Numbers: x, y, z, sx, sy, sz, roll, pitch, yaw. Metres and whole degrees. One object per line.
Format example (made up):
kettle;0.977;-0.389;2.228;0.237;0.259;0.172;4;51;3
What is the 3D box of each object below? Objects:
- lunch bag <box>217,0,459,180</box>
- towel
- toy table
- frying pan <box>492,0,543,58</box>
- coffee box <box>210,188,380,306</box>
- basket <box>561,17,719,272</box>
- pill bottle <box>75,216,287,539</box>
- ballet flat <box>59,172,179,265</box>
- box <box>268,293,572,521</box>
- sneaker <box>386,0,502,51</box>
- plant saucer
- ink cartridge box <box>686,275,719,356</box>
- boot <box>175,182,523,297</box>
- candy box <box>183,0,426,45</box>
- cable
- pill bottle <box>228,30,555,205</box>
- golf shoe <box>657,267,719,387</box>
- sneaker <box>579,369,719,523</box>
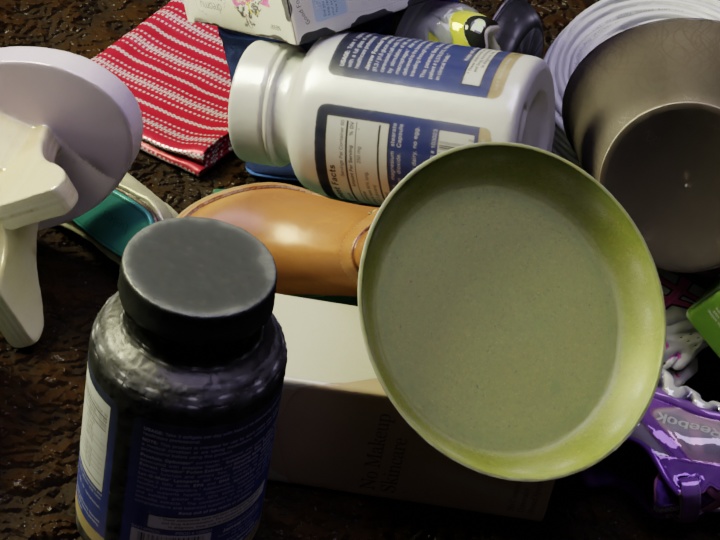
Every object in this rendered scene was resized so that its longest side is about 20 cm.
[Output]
lunch bag;-0.006;-0.148;1.559;0.135;0.133;0.200;9;32;28
towel;-0.126;-0.150;1.617;0.144;0.023;0.200;25;40;18
toy table;-0.243;-0.054;1.360;0.184;0.199;0.117;49;37;-19
frying pan;0.095;-0.147;1.567;0.031;0.116;0.190;19;12;19
coffee box;0.000;0.000;1.443;0.199;0.044;0.123;0;42;-13
basket;0.220;-0.082;1.419;0.179;0.137;0.200;3;19;7
pill bottle;-0.101;0.073;1.199;0.111;0.201;0.112;7;39;-6
ballet flat;-0.191;-0.059;1.463;0.200;0.070;0.069;37;45;26
box;0.024;0.084;1.307;0.199;0.095;0.078;8;41;-3
sneaker;0.081;-0.102;1.480;0.076;0.200;0.076;14;58;37
plant saucer;0.085;0.025;1.239;0.199;0.031;0.201;6;74;-21
ink cartridge box;0.328;0.022;1.418;0.148;0.076;0.200;50;43;-1
boot;-0.009;-0.007;1.312;0.199;0.077;0.155;8;3;-20
candy box;-0.007;-0.224;1.461;0.199;0.072;0.168;-22;22;-25
cable;0.232;-0.126;1.610;0.200;0.069;0.200;32;57;25
pill bottle;0.019;-0.098;1.392;0.199;0.112;0.111;10;36;18
golf shoe;0.189;0.035;1.407;0.199;0.073;0.092;6;53;-25
sneaker;0.220;0.125;1.325;0.199;0.081;0.089;18;45;16
